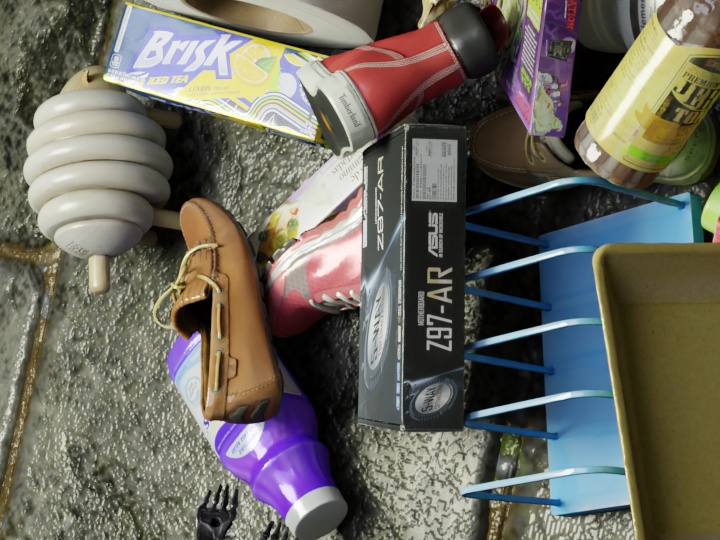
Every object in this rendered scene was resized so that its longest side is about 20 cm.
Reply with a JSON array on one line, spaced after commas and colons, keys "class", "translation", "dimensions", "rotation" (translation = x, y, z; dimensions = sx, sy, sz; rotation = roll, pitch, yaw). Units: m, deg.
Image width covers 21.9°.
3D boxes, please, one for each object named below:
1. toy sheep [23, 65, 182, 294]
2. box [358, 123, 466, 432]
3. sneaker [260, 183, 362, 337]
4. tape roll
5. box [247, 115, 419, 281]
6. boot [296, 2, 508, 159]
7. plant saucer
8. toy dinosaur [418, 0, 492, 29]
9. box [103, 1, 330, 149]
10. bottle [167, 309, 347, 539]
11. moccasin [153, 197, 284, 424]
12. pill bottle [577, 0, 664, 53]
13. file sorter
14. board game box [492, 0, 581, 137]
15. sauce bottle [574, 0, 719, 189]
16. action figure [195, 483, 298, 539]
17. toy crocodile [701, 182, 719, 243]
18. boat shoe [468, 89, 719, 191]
[{"class": "toy sheep", "translation": [-0.216, -0.078, 1.557], "dimensions": [0.137, 0.137, 0.201], "rotation": [-22, 66, 34]}, {"class": "box", "translation": [0.034, 0.008, 1.279], "dimensions": [0.160, 0.043, 0.202], "rotation": [169, 102, -80]}, {"class": "sneaker", "translation": [0.000, 0.000, 1.406], "dimensions": [0.200, 0.074, 0.087], "rotation": [-42, 59, 24]}, {"class": "tape roll", "translation": [-0.073, -0.264, 1.445], "dimensions": [0.202, 0.202, 0.140], "rotation": [10, 85, 40]}, {"class": "box", "translation": [-0.028, -0.048, 1.461], "dimensions": [0.200, 0.041, 0.039], "rotation": [-42, 58, 23]}, {"class": "boot", "translation": [0.033, -0.143, 1.337], "dimensions": [0.144, 0.200, 0.073], "rotation": [-30, 100, -6]}, {"class": "plant saucer", "translation": [0.238, 0.084, 1.143], "dimensions": [0.048, 0.198, 0.201], "rotation": [130, 137, -65]}, {"class": "toy dinosaur", "translation": [0.087, -0.270, 1.379], "dimensions": [0.058, 0.101, 0.202], "rotation": [-3, 78, 39]}, {"class": "box", "translation": [-0.102, -0.156, 1.495], "dimensions": [0.199, 0.064, 0.071], "rotation": [17, 90, 23]}, {"class": "bottle", "translation": [-0.077, 0.120, 1.444], "dimensions": [0.084, 0.065, 0.200], "rotation": [-49, 54, 20]}, {"class": "moccasin", "translation": [-0.115, 0.029, 1.424], "dimensions": [0.074, 0.077, 0.203], "rotation": [113, 149, -55]}, {"class": "pill bottle", "translation": [0.240, -0.183, 1.224], "dimensions": [0.199, 0.116, 0.117], "rotation": [13, 88, 41]}, {"class": "file sorter", "translation": [0.142, 0.051, 1.232], "dimensions": [0.138, 0.122, 0.202], "rotation": [-16, 69, 45]}, {"class": "board game box", "translation": [0.118, -0.177, 1.281], "dimensions": [0.200, 0.032, 0.121], "rotation": [-103, 21, -68]}, {"class": "sauce bottle", "translation": [0.204, -0.138, 1.146], "dimensions": [0.065, 0.064, 0.200], "rotation": [60, 136, 32]}, {"class": "action figure", "translation": [-0.086, 0.251, 1.399], "dimensions": [0.118, 0.102, 0.201], "rotation": [24, 138, 14]}, {"class": "toy crocodile", "translation": [0.256, -0.055, 1.175], "dimensions": [0.067, 0.062, 0.201], "rotation": [33, 136, 25]}, {"class": "boat shoe", "translation": [0.152, -0.097, 1.307], "dimensions": [0.199, 0.066, 0.075], "rotation": [-1, 79, 39]}]
